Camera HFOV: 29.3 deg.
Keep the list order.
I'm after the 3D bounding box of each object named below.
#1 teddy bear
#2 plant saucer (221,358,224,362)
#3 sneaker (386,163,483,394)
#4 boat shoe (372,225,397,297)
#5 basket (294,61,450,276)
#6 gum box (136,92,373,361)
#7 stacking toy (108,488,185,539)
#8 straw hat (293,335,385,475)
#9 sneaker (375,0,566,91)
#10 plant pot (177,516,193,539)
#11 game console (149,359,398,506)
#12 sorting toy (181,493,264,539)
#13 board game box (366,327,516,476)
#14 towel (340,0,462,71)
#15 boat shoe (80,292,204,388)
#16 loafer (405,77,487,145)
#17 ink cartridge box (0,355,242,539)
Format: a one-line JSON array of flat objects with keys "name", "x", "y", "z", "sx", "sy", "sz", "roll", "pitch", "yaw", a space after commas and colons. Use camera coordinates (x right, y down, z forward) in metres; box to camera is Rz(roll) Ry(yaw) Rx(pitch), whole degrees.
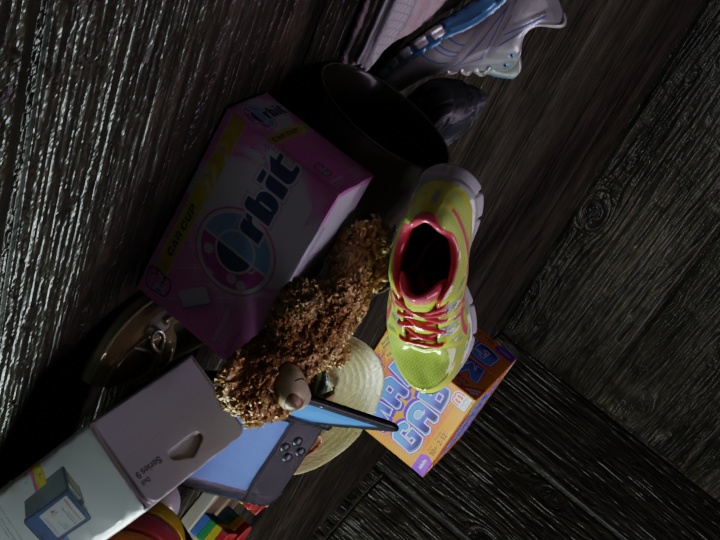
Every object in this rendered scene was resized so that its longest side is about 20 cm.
[{"name": "teddy bear", "x": -0.032, "y": 0.044, "z": 1.104, "sx": 0.200, "sy": 0.067, "sz": 0.145, "roll": -45, "pitch": 165, "yaw": -39}, {"name": "plant saucer", "x": -0.087, "y": 0.005, "z": 1.399, "sx": 0.200, "sy": 0.050, "sz": 0.200, "roll": -50, "pitch": 170, "yaw": -13}, {"name": "sneaker", "x": 0.051, "y": 0.019, "z": 1.121, "sx": 0.090, "sy": 0.078, "sz": 0.201, "roll": -55, "pitch": 150, "yaw": -59}, {"name": "boat shoe", "x": -0.001, "y": 0.002, "z": 1.350, "sx": 0.072, "sy": 0.060, "sz": 0.202, "roll": -59, "pitch": -171, "yaw": -22}, {"name": "basket", "x": -0.035, "y": -0.059, "z": 1.208, "sx": 0.200, "sy": 0.136, "sz": 0.180, "roll": -52, "pitch": -175, "yaw": 20}, {"name": "gum box", "x": -0.090, "y": -0.026, "z": 1.120, "sx": 0.201, "sy": 0.113, "sz": 0.066, "roll": -59, "pitch": 167, "yaw": 29}, {"name": "stacking toy", "x": -0.217, "y": 0.274, "z": 1.346, "sx": 0.146, "sy": 0.146, "sz": 0.200, "roll": -57, "pitch": -172, "yaw": 26}, {"name": "straw hat", "x": -0.078, "y": 0.110, "z": 1.388, "sx": 0.200, "sy": 0.085, "sz": 0.202, "roll": -12, "pitch": 133, "yaw": -14}, {"name": "sneaker", "x": 0.106, "y": -0.208, "z": 1.303, "sx": 0.199, "sy": 0.087, "sz": 0.075, "roll": -32, "pitch": -170, "yaw": 11}, {"name": "plant pot", "x": -0.266, "y": 0.356, "z": 1.450, "sx": 0.199, "sy": 0.177, "sz": 0.201, "roll": -37, "pitch": 161, "yaw": -55}, {"name": "game console", "x": -0.099, "y": 0.160, "z": 1.274, "sx": 0.199, "sy": 0.116, "sz": 0.176, "roll": 23, "pitch": 107, "yaw": -37}, {"name": "sorting toy", "x": -0.181, "y": 0.344, "z": 2.038, "sx": 0.200, "sy": 0.069, "sz": 0.199, "roll": -51, "pitch": 169, "yaw": -6}, {"name": "board game box", "x": 0.122, "y": 0.203, "z": 2.487, "sx": 0.200, "sy": 0.200, "sz": 0.200, "roll": -35, "pitch": 160, "yaw": -57}, {"name": "towel", "x": 0.072, "y": -0.282, "z": 1.197, "sx": 0.191, "sy": 0.032, "sz": 0.200, "roll": -43, "pitch": 167, "yaw": -40}, {"name": "boat shoe", "x": -0.165, "y": 0.056, "z": 1.205, "sx": 0.073, "sy": 0.063, "sz": 0.201, "roll": -58, "pitch": 168, "yaw": 28}, {"name": "loafer", "x": 0.044, "y": -0.126, "z": 1.331, "sx": 0.070, "sy": 0.069, "sz": 0.200, "roll": -5, "pitch": 164, "yaw": -38}, {"name": "ink cartridge box", "x": -0.215, "y": 0.173, "z": 1.166, "sx": 0.200, "sy": 0.088, "sz": 0.145, "roll": -34, "pitch": -179, "yaw": 36}]
